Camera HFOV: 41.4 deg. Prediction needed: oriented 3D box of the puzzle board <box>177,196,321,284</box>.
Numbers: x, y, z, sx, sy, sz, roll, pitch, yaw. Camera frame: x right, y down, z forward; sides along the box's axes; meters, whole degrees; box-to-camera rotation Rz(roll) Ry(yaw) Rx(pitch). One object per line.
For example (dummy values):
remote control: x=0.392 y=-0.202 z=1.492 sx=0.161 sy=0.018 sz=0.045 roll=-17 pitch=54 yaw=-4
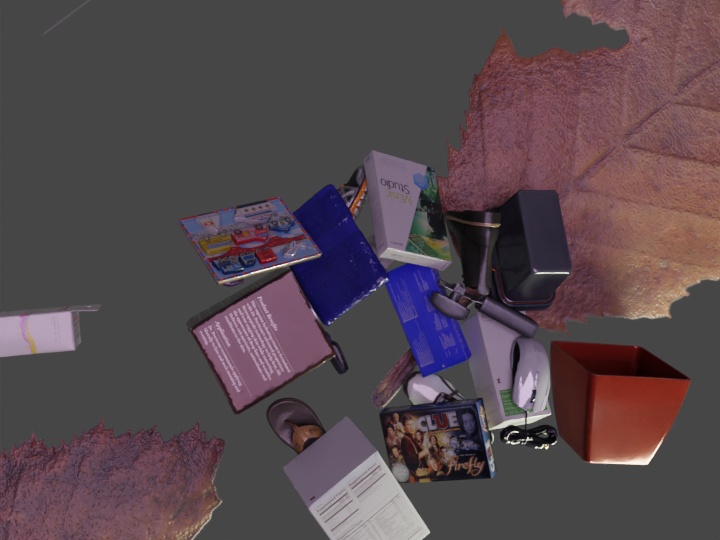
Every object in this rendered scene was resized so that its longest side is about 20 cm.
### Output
puzzle board: x=-0.180 y=-0.056 z=1.561 sx=0.197 sy=0.018 sz=0.151 roll=-15 pitch=53 yaw=-34

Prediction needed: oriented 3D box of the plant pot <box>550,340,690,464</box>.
plant pot: x=0.465 y=0.250 z=1.768 sx=0.195 sy=0.200 sz=0.180 roll=4 pitch=102 yaw=-12

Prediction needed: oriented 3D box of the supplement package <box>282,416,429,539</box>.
supplement package: x=-0.008 y=0.399 z=1.658 sx=0.150 sy=0.152 sz=0.202 roll=-36 pitch=115 yaw=-9

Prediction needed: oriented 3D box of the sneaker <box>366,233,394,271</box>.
sneaker: x=-0.001 y=0.000 z=1.701 sx=0.198 sy=0.093 sz=0.071 roll=-36 pitch=98 yaw=-9

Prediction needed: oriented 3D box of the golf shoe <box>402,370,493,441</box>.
golf shoe: x=0.169 y=0.253 z=1.747 sx=0.198 sy=0.094 sz=0.079 roll=34 pitch=86 yaw=-10

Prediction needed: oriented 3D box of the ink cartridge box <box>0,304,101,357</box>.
ink cartridge box: x=-0.529 y=0.100 z=1.577 sx=0.195 sy=0.117 sz=0.069 roll=-5 pitch=93 yaw=-11

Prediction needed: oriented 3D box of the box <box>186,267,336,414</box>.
box: x=-0.174 y=0.116 z=1.631 sx=0.197 sy=0.164 sz=0.168 roll=-29 pitch=97 yaw=-10

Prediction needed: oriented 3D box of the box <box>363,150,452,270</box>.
box: x=0.083 y=-0.106 z=1.676 sx=0.142 sy=0.036 sz=0.204 roll=11 pitch=58 yaw=-32

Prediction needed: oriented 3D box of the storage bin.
storage bin: x=0.297 y=-0.047 z=1.708 sx=0.142 sy=0.135 sz=0.204 roll=-1 pitch=68 yaw=-15

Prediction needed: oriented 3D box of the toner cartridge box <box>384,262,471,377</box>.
toner cartridge box: x=0.120 y=0.081 z=1.727 sx=0.094 sy=0.043 sz=0.204 roll=-22 pitch=91 yaw=21

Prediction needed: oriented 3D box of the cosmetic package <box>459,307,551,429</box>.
cosmetic package: x=0.261 y=0.178 z=1.730 sx=0.105 sy=0.085 sz=0.204 roll=-6 pitch=73 yaw=-22

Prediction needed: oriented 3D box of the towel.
towel: x=-0.053 y=-0.026 z=1.638 sx=0.146 sy=0.049 sz=0.202 roll=-35 pitch=77 yaw=10

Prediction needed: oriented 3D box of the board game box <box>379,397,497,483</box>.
board game box: x=0.138 y=0.308 z=1.710 sx=0.196 sy=0.034 sz=0.139 roll=-11 pitch=94 yaw=29

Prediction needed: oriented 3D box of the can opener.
can opener: x=0.216 y=0.076 z=1.687 sx=0.197 sy=0.053 sz=0.068 roll=28 pitch=96 yaw=-9

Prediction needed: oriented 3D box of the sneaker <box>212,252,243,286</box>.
sneaker: x=-0.218 y=-0.009 z=1.613 sx=0.079 sy=0.200 sz=0.090 roll=23 pitch=104 yaw=-4

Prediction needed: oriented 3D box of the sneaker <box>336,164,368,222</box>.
sneaker: x=-0.043 y=-0.105 z=1.702 sx=0.076 sy=0.078 sz=0.203 roll=27 pitch=79 yaw=7

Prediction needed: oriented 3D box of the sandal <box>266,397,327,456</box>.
sandal: x=-0.093 y=0.315 z=1.710 sx=0.081 sy=0.055 sz=0.202 roll=-32 pitch=99 yaw=-8

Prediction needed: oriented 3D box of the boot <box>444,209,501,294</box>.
boot: x=0.189 y=-0.034 z=1.688 sx=0.076 sy=0.200 sz=0.142 roll=4 pitch=92 yaw=-6

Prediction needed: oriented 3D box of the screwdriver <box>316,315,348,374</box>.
screwdriver: x=-0.076 y=0.099 z=1.718 sx=0.029 sy=0.028 sz=0.202 roll=-42 pitch=107 yaw=-46

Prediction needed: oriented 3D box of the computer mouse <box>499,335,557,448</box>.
computer mouse: x=0.297 y=0.206 z=1.660 sx=0.107 sy=0.044 sz=0.204 roll=12 pitch=67 yaw=-16
